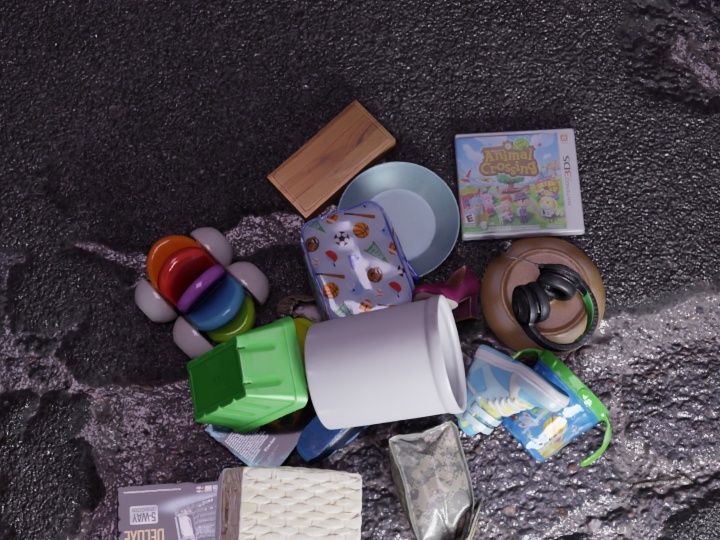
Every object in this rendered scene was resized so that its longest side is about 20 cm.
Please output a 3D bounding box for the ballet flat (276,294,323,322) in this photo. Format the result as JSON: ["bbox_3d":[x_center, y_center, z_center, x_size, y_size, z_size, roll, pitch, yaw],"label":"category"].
[{"bbox_3d":[-0.035,0.066,1.749,0.199,0.046,0.068,5,76,3],"label":"ballet flat"}]

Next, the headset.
[{"bbox_3d":[0.278,0.036,1.706,0.123,0.094,0.200,-37,89,-20],"label":"headset"}]

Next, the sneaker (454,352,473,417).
[{"bbox_3d":[0.125,0.154,1.714,0.075,0.082,0.200,-36,93,-32],"label":"sneaker"}]

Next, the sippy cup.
[{"bbox_3d":[0.283,0.212,1.663,0.130,0.178,0.140,-45,119,1],"label":"sippy cup"}]

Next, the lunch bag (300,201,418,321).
[{"bbox_3d":[0.000,0.000,1.712,0.160,0.076,0.201,-18,76,-9],"label":"lunch bag"}]

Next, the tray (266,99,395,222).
[{"bbox_3d":[-0.048,-0.181,1.822,0.200,0.037,0.099,-42,78,-10],"label":"tray"}]

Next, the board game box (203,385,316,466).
[{"bbox_3d":[-0.133,0.212,1.721,0.135,0.028,0.200,36,79,11],"label":"board game box"}]

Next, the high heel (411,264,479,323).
[{"bbox_3d":[0.126,0.021,1.687,0.067,0.200,0.097,-14,72,22],"label":"high heel"}]

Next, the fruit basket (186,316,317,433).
[{"bbox_3d":[-0.134,0.148,1.649,0.215,0.216,0.156,-11,75,-1],"label":"fruit basket"}]

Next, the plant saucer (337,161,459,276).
[{"bbox_3d":[0.061,-0.076,1.789,0.200,0.039,0.202,-1,75,2],"label":"plant saucer"}]

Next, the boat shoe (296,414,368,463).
[{"bbox_3d":[-0.018,0.215,1.700,0.200,0.069,0.084,-38,64,-3],"label":"boat shoe"}]

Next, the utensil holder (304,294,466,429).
[{"bbox_3d":[0.038,0.136,1.589,0.199,0.170,0.171,-11,74,14],"label":"utensil holder"}]

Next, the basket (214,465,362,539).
[{"bbox_3d":[-0.102,0.356,1.603,0.199,0.123,0.136,6,73,-17],"label":"basket"}]

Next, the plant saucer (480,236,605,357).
[{"bbox_3d":[0.292,0.036,1.753,0.199,0.035,0.201,-1,74,2],"label":"plant saucer"}]

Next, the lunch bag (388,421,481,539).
[{"bbox_3d":[0.115,0.335,1.610,0.117,0.164,0.201,-15,75,0],"label":"lunch bag"}]

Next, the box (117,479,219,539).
[{"bbox_3d":[-0.264,0.401,1.663,0.199,0.050,0.158,-4,75,0],"label":"box"}]

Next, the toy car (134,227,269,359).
[{"bbox_3d":[-0.250,0.026,1.712,0.200,0.150,0.175,43,80,12],"label":"toy car"}]

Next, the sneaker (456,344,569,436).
[{"bbox_3d":[0.212,0.197,1.597,0.079,0.200,0.131,33,87,-29],"label":"sneaker"}]

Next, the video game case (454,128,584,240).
[{"bbox_3d":[0.259,-0.142,1.806,0.199,0.022,0.183,-3,72,1],"label":"video game case"}]
